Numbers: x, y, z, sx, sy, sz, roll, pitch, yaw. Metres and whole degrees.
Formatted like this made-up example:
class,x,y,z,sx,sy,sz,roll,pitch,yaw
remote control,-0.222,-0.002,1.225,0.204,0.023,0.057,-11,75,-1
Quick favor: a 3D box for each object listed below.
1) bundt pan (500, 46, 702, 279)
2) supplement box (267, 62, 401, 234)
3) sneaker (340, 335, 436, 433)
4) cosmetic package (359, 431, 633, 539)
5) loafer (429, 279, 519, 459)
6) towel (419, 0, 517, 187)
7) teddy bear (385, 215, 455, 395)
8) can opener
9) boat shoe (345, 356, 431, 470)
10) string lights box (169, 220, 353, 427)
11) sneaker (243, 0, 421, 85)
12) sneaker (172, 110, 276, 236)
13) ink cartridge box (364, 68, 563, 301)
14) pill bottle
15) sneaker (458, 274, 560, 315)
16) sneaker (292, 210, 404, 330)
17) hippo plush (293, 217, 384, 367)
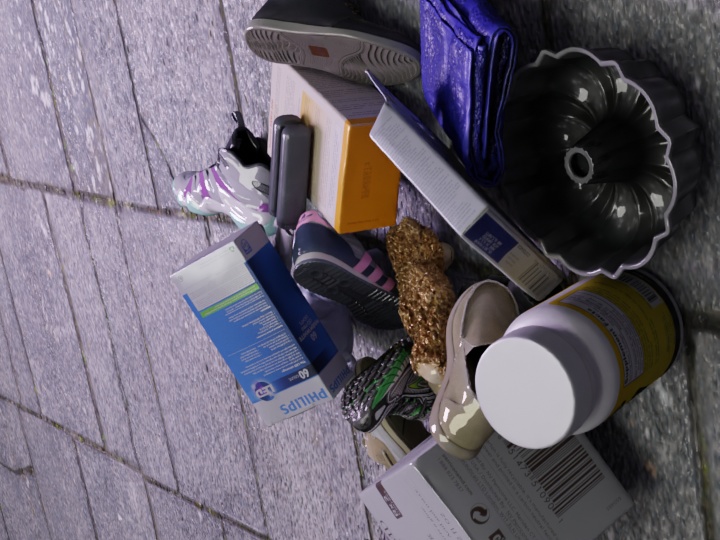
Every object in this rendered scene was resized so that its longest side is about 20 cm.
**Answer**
class,x,y,z,sx,sy,sz,roll,pitch,yaw
bundt pan,0.212,-0.100,1.046,0.201,0.075,0.204,28,128,43
supplement box,-0.028,-0.144,1.300,0.200,0.073,0.127,49,141,48
sneaker,0.048,0.126,1.294,0.078,0.200,0.086,-35,89,32
cosmetic package,0.128,0.227,1.204,0.166,0.164,0.200,53,157,7
loafer,0.118,0.082,1.109,0.075,0.201,0.068,32,135,-17
towel,0.090,-0.182,1.108,0.201,0.049,0.149,-109,19,-59
teddy bear,0.078,0.041,1.266,0.145,0.066,0.202,60,-162,-46
can opener,-0.095,-0.066,1.301,0.053,0.066,0.202,-129,38,-51
boat shoe,0.034,0.188,1.374,0.068,0.075,0.201,-23,113,30
string lights box,-0.106,0.060,1.309,0.102,0.059,0.201,-25,102,32
sneaker,-0.016,-0.265,1.268,0.198,0.107,0.075,15,153,17
sneaker,-0.166,-0.136,1.532,0.199,0.077,0.141,20,122,35
ink cartridge box,0.087,-0.076,1.128,0.041,0.199,0.200,-43,57,9
pill bottle,0.190,0.074,1.046,0.113,0.199,0.116,14,113,35
sneaker,0.175,0.076,1.205,0.201,0.060,0.104,60,143,20
sneaker,0.000,0.000,1.322,0.070,0.200,0.083,-22,55,26
hippo plush,-0.064,0.027,1.402,0.200,0.158,0.162,51,134,50
